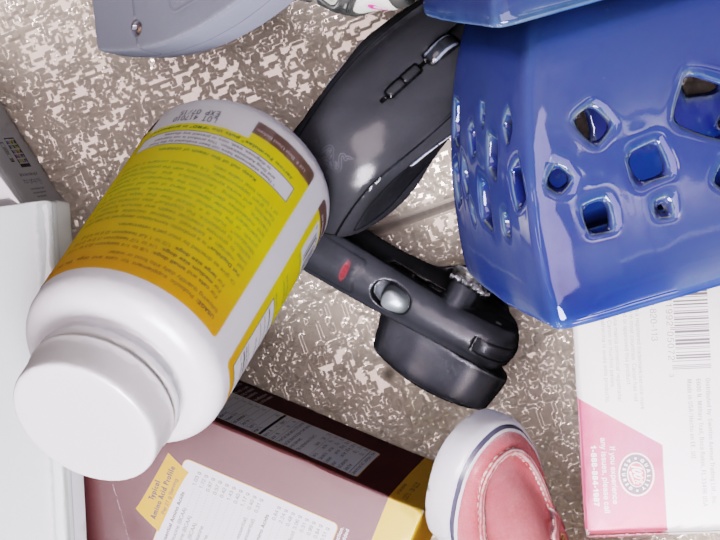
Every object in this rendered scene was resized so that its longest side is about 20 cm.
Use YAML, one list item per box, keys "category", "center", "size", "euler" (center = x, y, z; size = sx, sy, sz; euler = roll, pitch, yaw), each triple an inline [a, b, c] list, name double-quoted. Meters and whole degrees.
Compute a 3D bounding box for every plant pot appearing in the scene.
- category: "plant pot"
  center: [0.143, -0.093, 1.316]
  size: [0.199, 0.200, 0.180]
  euler: [-16, 99, -7]

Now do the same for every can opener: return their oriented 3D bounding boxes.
- category: "can opener"
  center: [0.000, 0.000, 1.444]
  size: [0.200, 0.063, 0.079]
  euler: [33, 99, 6]

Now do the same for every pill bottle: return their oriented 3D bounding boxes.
- category: "pill bottle"
  center: [-0.098, 0.011, 1.341]
  size: [0.109, 0.200, 0.109]
  euler: [15, 135, 15]

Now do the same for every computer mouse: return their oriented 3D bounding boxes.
- category: "computer mouse"
  center: [0.014, -0.124, 1.419]
  size: [0.200, 0.046, 0.140]
  euler: [-41, 77, -1]

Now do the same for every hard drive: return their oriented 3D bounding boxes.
- category: "hard drive"
  center: [-0.206, 0.070, 1.387]
  size: [0.132, 0.026, 0.201]
  euler: [-6, 84, 28]

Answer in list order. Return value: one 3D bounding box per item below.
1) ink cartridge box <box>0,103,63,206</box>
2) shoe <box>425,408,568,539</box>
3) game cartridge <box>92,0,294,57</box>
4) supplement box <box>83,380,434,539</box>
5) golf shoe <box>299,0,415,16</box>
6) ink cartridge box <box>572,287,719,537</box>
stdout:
- category: "ink cartridge box"
  center: [-0.301, -0.054, 1.481]
  size: [0.200, 0.084, 0.176]
  euler: [-33, 89, 10]
- category: "shoe"
  center: [0.097, 0.158, 1.377]
  size: [0.071, 0.200, 0.091]
  euler: [-40, 51, -23]
- category: "game cartridge"
  center: [-0.078, -0.189, 1.391]
  size: [0.200, 0.041, 0.134]
  euler: [-22, 67, 49]
- category: "supplement box"
  center: [-0.082, 0.170, 1.435]
  size: [0.199, 0.133, 0.198]
  euler: [23, 98, 7]
- category: "golf shoe"
  center: [0.021, -0.230, 1.403]
  size: [0.092, 0.073, 0.201]
  euler: [16, 85, 25]
- category: "ink cartridge box"
  center: [0.217, 0.063, 1.401]
  size: [0.199, 0.083, 0.147]
  euler: [-3, 93, 10]
